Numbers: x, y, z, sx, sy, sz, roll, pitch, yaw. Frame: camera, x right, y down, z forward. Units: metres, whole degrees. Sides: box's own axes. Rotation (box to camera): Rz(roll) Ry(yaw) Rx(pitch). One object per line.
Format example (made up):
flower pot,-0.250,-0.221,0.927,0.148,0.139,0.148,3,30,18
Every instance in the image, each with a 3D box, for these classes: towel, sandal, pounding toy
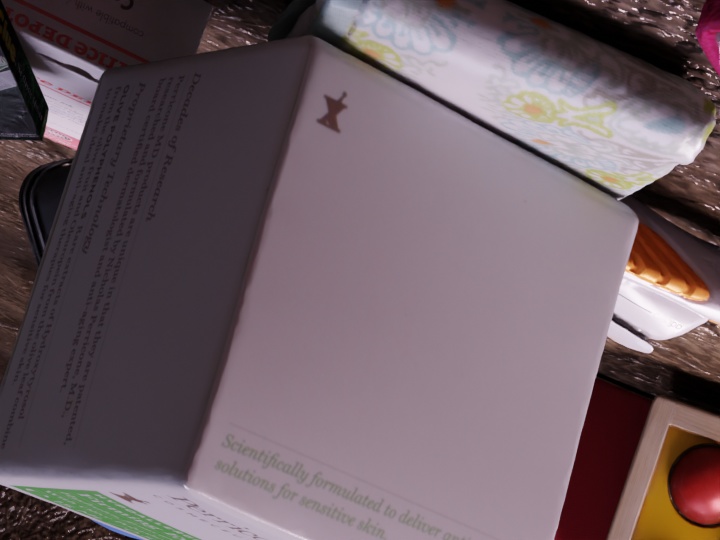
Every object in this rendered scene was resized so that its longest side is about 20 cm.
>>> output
towel,0.048,-0.080,1.241,0.170,0.048,0.200,20,170,-8
sandal,0.145,0.013,1.396,0.206,0.059,0.079,25,-154,-21
pounding toy,0.259,0.170,1.780,0.199,0.185,0.142,19,-179,12

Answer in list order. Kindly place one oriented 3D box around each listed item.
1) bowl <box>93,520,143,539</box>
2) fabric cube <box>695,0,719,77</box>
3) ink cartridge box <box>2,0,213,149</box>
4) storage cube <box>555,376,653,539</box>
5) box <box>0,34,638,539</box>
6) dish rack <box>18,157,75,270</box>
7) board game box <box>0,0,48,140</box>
bowl,-0.155,0.112,2.219,0.199,0.202,0.039,22,147,-4
fabric cube,0.207,-0.080,0.506,0.199,0.201,0.196,13,168,35
ink cartridge box,-0.148,-0.115,1.380,0.116,0.068,0.200,24,170,-19
storage cube,0.114,0.163,1.961,0.199,0.181,0.171,21,170,-7
box,-0.021,0.031,1.236,0.198,0.201,0.171,26,162,-34
dish rack,-0.051,-0.001,1.364,0.199,0.154,0.054,-20,-176,-35
board game box,-0.249,-0.099,1.293,0.198,0.024,0.105,2,148,14
